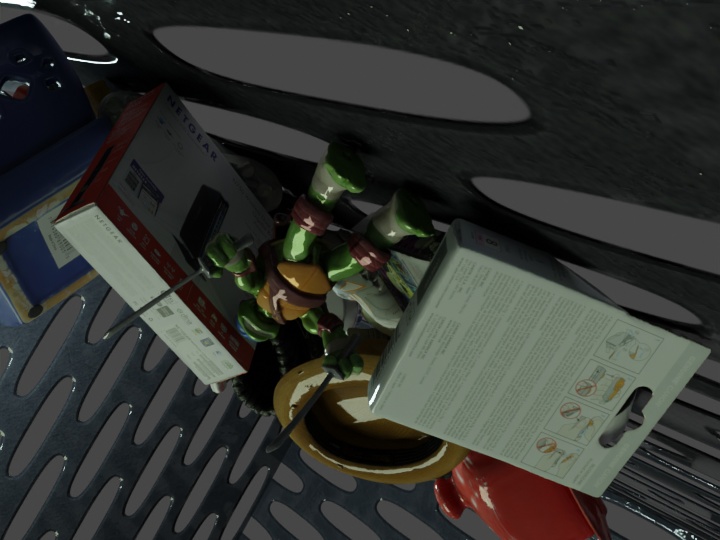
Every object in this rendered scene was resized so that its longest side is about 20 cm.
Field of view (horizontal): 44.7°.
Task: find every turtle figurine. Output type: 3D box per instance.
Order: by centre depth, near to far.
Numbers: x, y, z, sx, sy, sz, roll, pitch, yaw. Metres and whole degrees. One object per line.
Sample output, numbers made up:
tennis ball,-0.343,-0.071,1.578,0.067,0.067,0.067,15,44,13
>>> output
turtle figurine,-0.043,0.017,0.659,0.144,0.194,0.200,47,-153,10

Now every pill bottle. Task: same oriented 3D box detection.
pill bottle,-0.058,0.051,1.222,0.115,0.117,0.200,29,-179,5

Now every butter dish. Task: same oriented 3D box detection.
butter dish,0.144,0.202,0.892,0.200,0.147,0.201,58,-174,-32

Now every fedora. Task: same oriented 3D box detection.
fedora,0.018,0.123,0.842,0.198,0.082,0.202,9,134,9

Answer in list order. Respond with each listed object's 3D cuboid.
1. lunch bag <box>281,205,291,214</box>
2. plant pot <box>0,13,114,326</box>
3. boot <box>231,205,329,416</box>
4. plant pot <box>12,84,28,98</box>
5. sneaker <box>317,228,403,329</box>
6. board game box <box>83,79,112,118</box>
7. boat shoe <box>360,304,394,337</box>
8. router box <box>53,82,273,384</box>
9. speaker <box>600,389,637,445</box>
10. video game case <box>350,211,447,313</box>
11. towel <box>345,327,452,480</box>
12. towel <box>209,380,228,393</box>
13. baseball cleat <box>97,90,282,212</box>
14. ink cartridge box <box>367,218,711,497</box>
lunch bag,-0.155,-0.064,1.070,0.199,0.082,0.176,32,172,-7
plant pot,-0.322,-0.081,0.826,0.180,0.199,0.201,43,156,23
boot,-0.101,0.031,0.916,0.213,0.079,0.158,63,-156,-6
plant pot,-0.405,-0.129,1.244,0.175,0.202,0.200,8,160,42
sneaker,0.000,0.000,0.946,0.092,0.076,0.199,40,167,-32
board game box,-0.259,-0.098,0.995,0.154,0.040,0.200,55,162,12
boat shoe,0.091,0.069,1.028,0.199,0.072,0.066,27,163,10
router box,-0.154,-0.033,0.770,0.048,0.181,0.201,-20,126,25
speaker,0.219,0.118,0.833,0.081,0.082,0.200,27,171,21
video game case,0.084,0.046,0.758,0.201,0.036,0.181,55,168,-20
towel,0.081,0.154,1.033,0.190,0.202,0.035,1,142,-16
towel,-0.157,0.016,0.914,0.201,0.030,0.148,-91,-12,-63
baseball cleat,-0.174,-0.109,0.895,0.199,0.070,0.106,32,172,-6
ink cartridge box,0.124,0.070,0.650,0.198,0.164,0.057,19,-149,-12
